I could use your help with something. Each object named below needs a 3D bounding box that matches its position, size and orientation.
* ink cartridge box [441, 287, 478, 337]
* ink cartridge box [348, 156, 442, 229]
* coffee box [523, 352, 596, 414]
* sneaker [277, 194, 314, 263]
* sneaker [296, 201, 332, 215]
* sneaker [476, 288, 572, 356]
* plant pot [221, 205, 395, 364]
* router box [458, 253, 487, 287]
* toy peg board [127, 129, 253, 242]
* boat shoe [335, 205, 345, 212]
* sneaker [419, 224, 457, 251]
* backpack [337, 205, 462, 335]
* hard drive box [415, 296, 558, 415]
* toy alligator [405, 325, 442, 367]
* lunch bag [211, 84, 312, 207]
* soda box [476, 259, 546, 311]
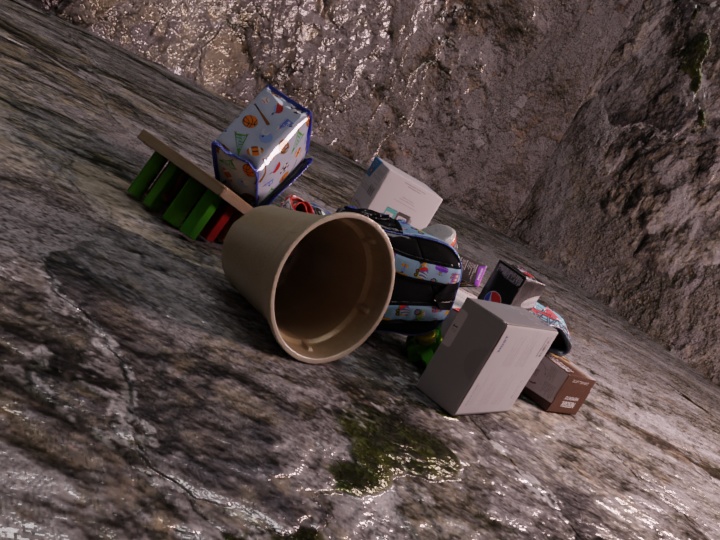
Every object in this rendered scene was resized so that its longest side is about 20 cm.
[{"bbox_3d":[0.159,0.083,1.530,0.144,0.084,0.200,29,13,2],"label":"ink cartridge box"},{"bbox_3d":[0.058,-0.123,1.856,0.146,0.201,0.147,27,12,-18],"label":"ink cartridge box"},{"bbox_3d":[0.319,0.174,1.535,0.114,0.080,0.200,16,18,-47],"label":"coffee box"},{"bbox_3d":[-0.139,-0.091,1.489,0.067,0.108,0.201,22,14,-31],"label":"sneaker"},{"bbox_3d":[-0.083,-0.094,1.552,0.077,0.076,0.200,-9,4,-15],"label":"sneaker"},{"bbox_3d":[0.298,0.088,1.462,0.199,0.080,0.096,26,19,-17],"label":"sneaker"},{"bbox_3d":[-0.087,-0.002,1.115,0.200,0.201,0.183,18,5,-43],"label":"plant pot"},{"bbox_3d":[0.153,-0.016,1.676,0.149,0.051,0.200,24,-5,-8],"label":"router box"},{"bbox_3d":[-0.269,-0.110,1.363,0.200,0.098,0.199,35,-2,25],"label":"toy peg board"},{"bbox_3d":[-0.031,-0.061,1.454,0.075,0.068,0.200,43,-2,11],"label":"boat shoe"},{"bbox_3d":[0.071,-0.012,1.387,0.077,0.199,0.082,-81,153,-48],"label":"sneaker"},{"bbox_3d":[0.047,0.004,1.275,0.199,0.184,0.135,9,21,-14],"label":"backpack"},{"bbox_3d":[0.195,0.131,1.244,0.077,0.156,0.200,36,13,31],"label":"hard drive box"},{"bbox_3d":[0.105,0.093,1.343,0.054,0.060,0.200,-2,36,15],"label":"toy alligator"},{"bbox_3d":[-0.173,-0.197,1.490,0.124,0.170,0.200,35,-27,10],"label":"lunch bag"},{"bbox_3d":[0.219,0.087,1.369,0.071,0.201,0.063,16,18,-47],"label":"soda box"}]
